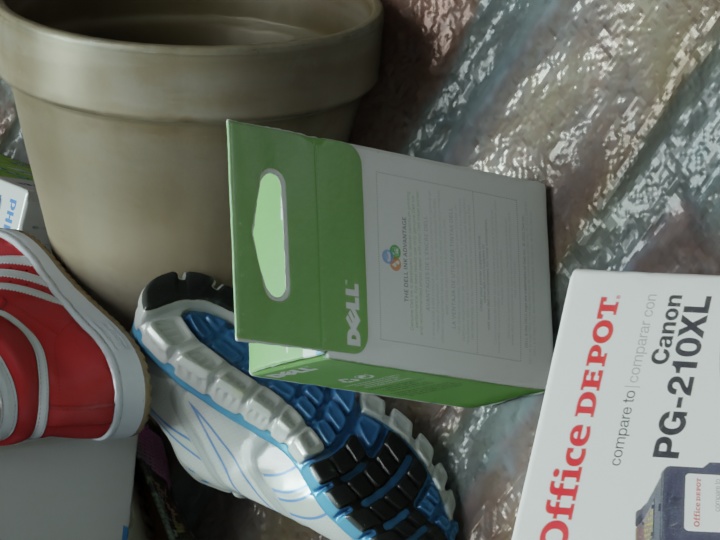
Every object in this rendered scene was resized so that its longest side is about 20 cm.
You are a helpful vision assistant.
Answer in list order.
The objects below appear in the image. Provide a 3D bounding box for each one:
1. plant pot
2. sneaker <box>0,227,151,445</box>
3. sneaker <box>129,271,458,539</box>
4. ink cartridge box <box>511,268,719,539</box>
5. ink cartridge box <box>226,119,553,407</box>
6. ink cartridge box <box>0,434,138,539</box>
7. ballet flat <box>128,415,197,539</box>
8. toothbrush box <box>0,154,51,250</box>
[{"bbox_3d":[-0.090,-0.058,1.461,0.200,0.200,0.174,26,120,47],"label":"plant pot"},{"bbox_3d":[-0.198,0.032,1.412,0.200,0.112,0.071,32,120,50],"label":"sneaker"},{"bbox_3d":[-0.040,0.090,1.406,0.200,0.075,0.087,41,133,7],"label":"sneaker"},{"bbox_3d":[0.171,0.083,1.119,0.200,0.084,0.145,2,63,25],"label":"ink cartridge box"},{"bbox_3d":[0.000,0.000,1.317,0.059,0.200,0.104,-15,72,46],"label":"ink cartridge box"},{"bbox_3d":[-0.225,0.111,1.482,0.200,0.125,0.129,27,117,48],"label":"ink cartridge box"},{"bbox_3d":[-0.122,0.150,1.523,0.069,0.071,0.200,-34,58,20],"label":"ballet flat"},{"bbox_3d":[-0.231,0.007,1.662,0.200,0.086,0.146,19,99,49],"label":"toothbrush box"}]
